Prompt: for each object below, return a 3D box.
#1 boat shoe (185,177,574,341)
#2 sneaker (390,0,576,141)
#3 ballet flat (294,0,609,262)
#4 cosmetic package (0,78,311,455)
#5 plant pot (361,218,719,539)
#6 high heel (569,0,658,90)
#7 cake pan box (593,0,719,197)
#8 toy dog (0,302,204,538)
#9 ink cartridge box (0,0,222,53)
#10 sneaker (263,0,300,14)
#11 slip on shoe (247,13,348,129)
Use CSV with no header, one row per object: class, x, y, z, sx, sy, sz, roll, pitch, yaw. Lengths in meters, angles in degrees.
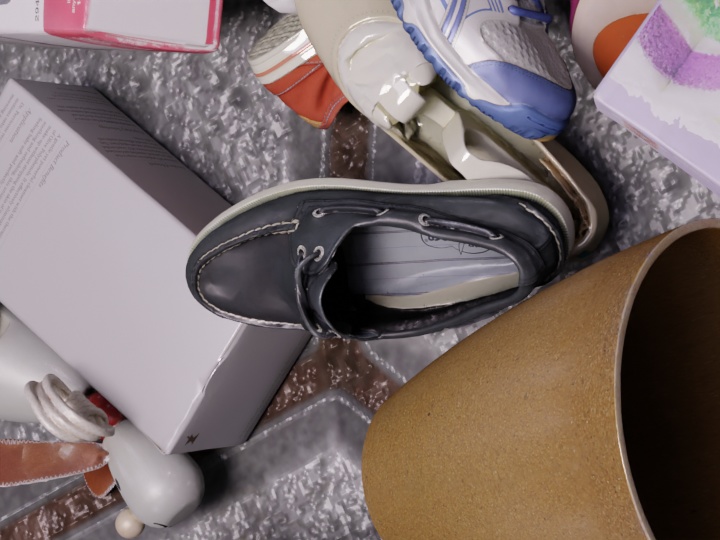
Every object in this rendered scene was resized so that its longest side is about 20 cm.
boat shoe,0.001,0.002,1.163,0.198,0.066,0.075,-1,119,18
sneaker,0.054,-0.157,1.138,0.088,0.075,0.201,-37,72,22
ballet flat,0.043,-0.076,1.184,0.200,0.069,0.069,42,111,-5
cosmetic package,-0.126,-0.004,1.308,0.200,0.085,0.108,41,108,22
plant pot,0.101,0.087,1.143,0.199,0.186,0.187,-15,83,42
high heel,0.129,-0.166,1.166,0.067,0.096,0.201,-5,126,17
cake pan box,0.232,-0.092,1.067,0.200,0.052,0.185,37,95,8
toy dog,-0.183,0.083,1.324,0.096,0.132,0.200,-54,47,8
ink cartridge box,-0.152,-0.191,1.280,0.200,0.084,0.147,9,94,57
sneaker,-0.047,-0.215,1.268,0.082,0.077,0.201,-24,57,40
slip on shoe,0.037,-0.138,1.236,0.200,0.074,0.061,-31,110,19
